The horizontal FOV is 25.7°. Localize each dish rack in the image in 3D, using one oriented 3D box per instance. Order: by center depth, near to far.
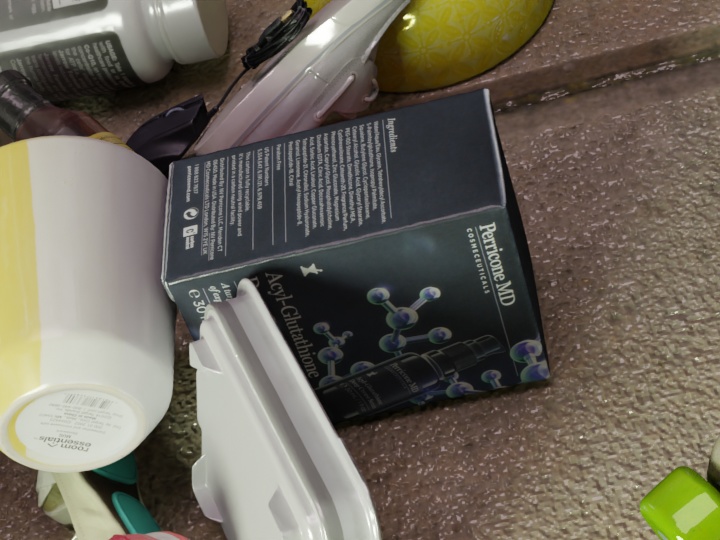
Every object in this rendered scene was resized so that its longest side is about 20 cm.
[{"bbox_3d":[-0.048,0.122,0.835,0.043,0.173,0.200,-13,43,-18],"label":"dish rack"}]

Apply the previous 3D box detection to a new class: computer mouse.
[{"bbox_3d":[-0.108,-0.124,1.105,0.200,0.034,0.059,-42,15,22],"label":"computer mouse"}]

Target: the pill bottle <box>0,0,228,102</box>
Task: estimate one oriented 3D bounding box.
[{"bbox_3d":[-0.208,-0.192,1.209,0.198,0.114,0.115,-9,48,11],"label":"pill bottle"}]

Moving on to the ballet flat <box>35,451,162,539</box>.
[{"bbox_3d":[-0.160,0.142,0.937,0.069,0.070,0.200,-28,48,-6],"label":"ballet flat"}]

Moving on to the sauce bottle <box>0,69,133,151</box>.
[{"bbox_3d":[-0.187,-0.066,1.091,0.200,0.066,0.066,38,68,22],"label":"sauce bottle"}]

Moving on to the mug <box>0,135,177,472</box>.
[{"bbox_3d":[-0.187,0.035,0.907,0.185,0.150,0.154,-19,51,6],"label":"mug"}]

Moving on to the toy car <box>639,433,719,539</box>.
[{"bbox_3d":[0.262,0.138,0.742,0.164,0.158,0.200,-42,61,-3],"label":"toy car"}]

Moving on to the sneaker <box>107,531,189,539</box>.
[{"bbox_3d":[-0.158,0.221,0.817,0.073,0.087,0.201,24,83,27],"label":"sneaker"}]

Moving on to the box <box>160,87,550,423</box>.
[{"bbox_3d":[0.000,0.000,0.939,0.198,0.149,0.108,-13,44,8],"label":"box"}]

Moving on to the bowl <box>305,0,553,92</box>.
[{"bbox_3d":[0.039,-0.239,1.168,0.198,0.108,0.201,-10,48,11],"label":"bowl"}]

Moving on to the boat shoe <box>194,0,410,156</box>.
[{"bbox_3d":[-0.025,-0.131,1.095,0.200,0.069,0.072,-46,15,-1],"label":"boat shoe"}]

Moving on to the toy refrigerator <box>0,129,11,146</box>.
[{"bbox_3d":[-0.350,-0.050,1.160,0.199,0.076,0.070,-26,46,-3],"label":"toy refrigerator"}]
